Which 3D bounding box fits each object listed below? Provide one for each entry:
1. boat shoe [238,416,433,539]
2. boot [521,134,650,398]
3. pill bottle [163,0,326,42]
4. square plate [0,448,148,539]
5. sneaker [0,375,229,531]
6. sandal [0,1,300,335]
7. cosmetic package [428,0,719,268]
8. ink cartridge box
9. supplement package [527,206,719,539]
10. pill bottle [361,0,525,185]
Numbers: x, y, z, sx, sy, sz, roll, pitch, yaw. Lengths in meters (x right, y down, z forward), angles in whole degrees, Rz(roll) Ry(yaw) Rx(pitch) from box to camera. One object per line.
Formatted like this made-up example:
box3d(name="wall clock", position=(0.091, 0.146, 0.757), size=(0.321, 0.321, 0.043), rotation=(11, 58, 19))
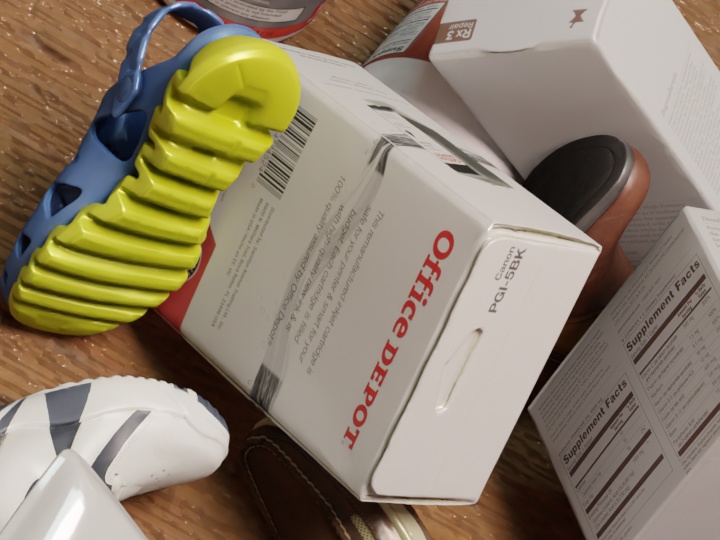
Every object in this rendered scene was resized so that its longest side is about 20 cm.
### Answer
box3d(name="boat shoe", position=(0.002, 0.159, 1.289), size=(0.075, 0.075, 0.202), rotation=(-34, 80, -35))
box3d(name="boot", position=(0.164, 0.022, 1.401), size=(0.199, 0.189, 0.069), rotation=(18, 40, -17))
box3d(name="pill bottle", position=(-0.033, -0.221, 1.444), size=(0.115, 0.200, 0.116), rotation=(15, 53, -21))
box3d(name="square plate", position=(-0.116, 0.211, 1.114), size=(0.200, 0.028, 0.198), rotation=(-55, 128, -27))
box3d(name="sneaker", position=(-0.147, 0.122, 1.222), size=(0.198, 0.080, 0.130), rotation=(2, 59, -29))
box3d(name="sandal", position=(-0.105, -0.052, 1.298), size=(0.079, 0.200, 0.087), rotation=(23, 29, -40))
box3d(name="cosmetic package", position=(0.130, -0.081, 1.388), size=(0.200, 0.101, 0.074), rotation=(51, 49, -42))
box3d(name="ink cartridge box", position=(0.000, 0.000, 1.289), size=(0.083, 0.147, 0.200), rotation=(9, 23, -45))
box3d(name="supplement package", position=(0.215, 0.068, 1.345), size=(0.199, 0.156, 0.111), rotation=(7, 44, -33))
box3d(name="pill bottle", position=(0.053, -0.085, 1.461), size=(0.112, 0.112, 0.200), rotation=(39, 48, -1))
